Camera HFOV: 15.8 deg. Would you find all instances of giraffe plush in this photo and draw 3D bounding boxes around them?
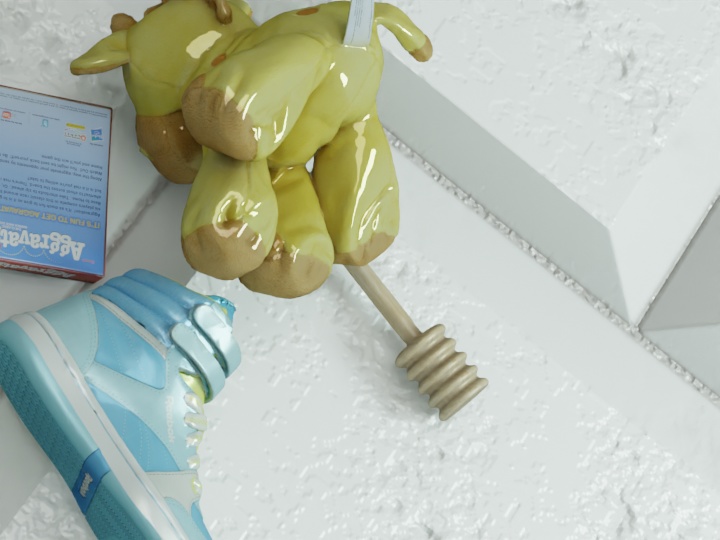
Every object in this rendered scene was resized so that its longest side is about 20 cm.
[{"bbox_3d":[-0.074,-0.097,1.467,0.172,0.161,0.202,17,90,-53],"label":"giraffe plush"}]

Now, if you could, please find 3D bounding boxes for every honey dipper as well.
[{"bbox_3d":[0.000,0.000,1.528,0.038,0.038,0.200,-34,81,-29],"label":"honey dipper"}]

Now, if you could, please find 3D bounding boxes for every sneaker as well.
[{"bbox_3d":[-0.098,0.086,1.420,0.130,0.080,0.201,-31,85,-27],"label":"sneaker"}]

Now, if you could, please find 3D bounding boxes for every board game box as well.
[{"bbox_3d":[-0.233,-0.058,1.442,0.199,0.019,0.104,11,70,-28],"label":"board game box"}]
